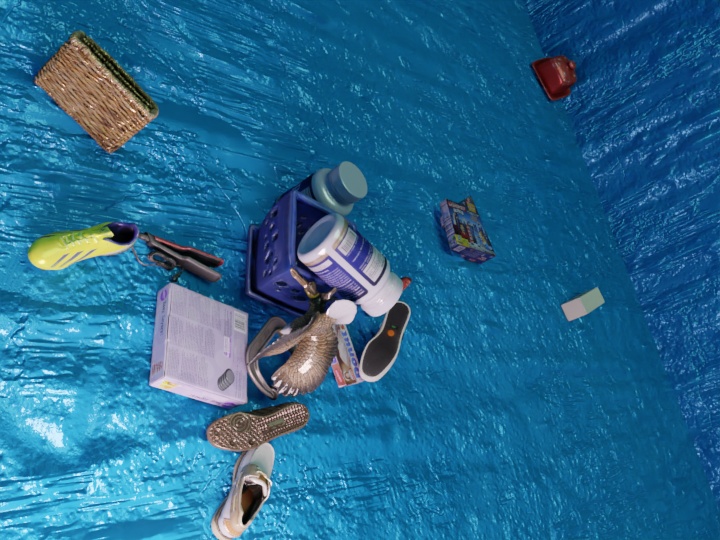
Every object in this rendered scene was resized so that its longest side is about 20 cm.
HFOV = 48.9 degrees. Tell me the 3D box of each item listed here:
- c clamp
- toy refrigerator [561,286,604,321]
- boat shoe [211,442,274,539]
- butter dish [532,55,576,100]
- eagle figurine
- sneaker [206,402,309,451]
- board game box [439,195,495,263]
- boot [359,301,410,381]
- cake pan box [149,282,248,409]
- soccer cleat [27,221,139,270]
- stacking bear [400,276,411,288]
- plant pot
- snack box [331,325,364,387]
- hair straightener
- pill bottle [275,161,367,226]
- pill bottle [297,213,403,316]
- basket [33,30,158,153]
[{"bbox_3d":[-0.156,0.182,1.561,0.200,0.027,0.171,-47,120,-57],"label":"c clamp"},{"bbox_3d":[0.788,0.120,2.791,0.200,0.076,0.070,-18,81,-55],"label":"toy refrigerator"},{"bbox_3d":[-0.189,0.381,1.393,0.075,0.068,0.200,46,38,-22],"label":"boat shoe"},{"bbox_3d":[0.890,-0.880,3.514,0.200,0.148,0.200,-26,87,-43],"label":"butter dish"},{"bbox_3d":[-0.110,0.124,1.481,0.152,0.151,0.200,25,60,-8],"label":"eagle figurine"},{"bbox_3d":[-0.194,0.290,1.460,0.200,0.076,0.071,-5,81,-30],"label":"sneaker"},{"bbox_3d":[0.304,-0.137,2.370,0.200,0.062,0.200,15,55,-46],"label":"board game box"},{"bbox_3d":[0.055,0.183,1.817,0.072,0.144,0.200,25,64,8],"label":"boot"},{"bbox_3d":[-0.290,0.136,1.449,0.184,0.052,0.200,27,48,-42],"label":"cake pan box"},{"bbox_3d":[-0.462,-0.050,1.328,0.200,0.084,0.065,-18,82,-54],"label":"soccer cleat"},{"bbox_3d":[0.000,0.000,1.857,0.200,0.114,0.121,46,64,-4],"label":"stacking bear"},{"bbox_3d":[-0.129,-0.019,1.643,0.200,0.180,0.200,27,48,-39],"label":"plant pot"},{"bbox_3d":[-0.051,0.157,1.755,0.072,0.024,0.200,-3,69,-55],"label":"snack box"},{"bbox_3d":[-0.347,-0.020,1.490,0.200,0.041,0.077,29,46,-38],"label":"hair straightener"},{"bbox_3d":[-0.086,-0.159,1.773,0.120,0.200,0.120,31,45,-37],"label":"pill bottle"},{"bbox_3d":[-0.016,-0.007,1.522,0.200,0.116,0.116,43,39,-25],"label":"pill bottle"},{"bbox_3d":[-0.466,-0.350,1.471,0.200,0.149,0.143,46,38,-19],"label":"basket"}]
